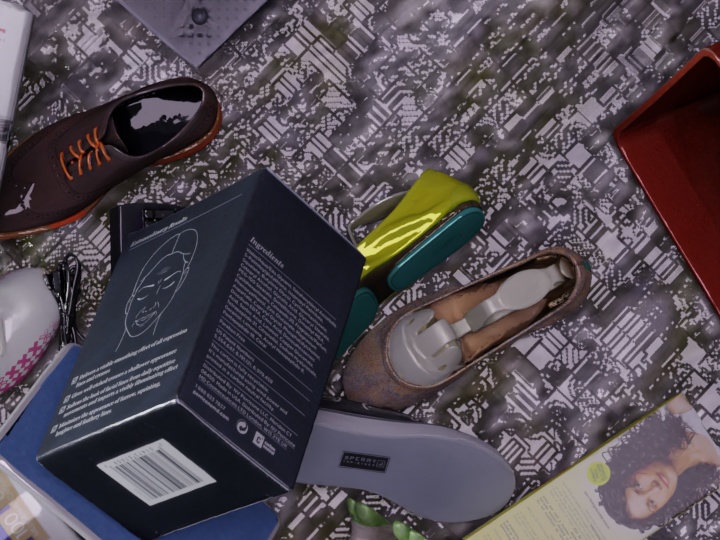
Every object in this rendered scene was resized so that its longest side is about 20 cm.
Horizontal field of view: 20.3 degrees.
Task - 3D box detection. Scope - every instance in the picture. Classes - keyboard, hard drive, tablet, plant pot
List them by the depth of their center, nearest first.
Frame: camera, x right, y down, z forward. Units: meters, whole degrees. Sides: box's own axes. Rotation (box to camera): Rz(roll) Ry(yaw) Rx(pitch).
[{"bbox_3d":[-0.151,0.149,1.372,0.200,0.014,0.130,42,39,-8],"label":"tablet"},{"bbox_3d":[0.324,-0.076,1.396,0.176,0.200,0.201,-28,84,-17],"label":"plant pot"},{"bbox_3d":[-0.162,0.052,1.432,0.126,0.021,0.201,-1,82,-18],"label":"keyboard"},{"bbox_3d":[-0.144,-0.256,1.474,0.135,0.042,0.200,-44,86,-6],"label":"hard drive"}]

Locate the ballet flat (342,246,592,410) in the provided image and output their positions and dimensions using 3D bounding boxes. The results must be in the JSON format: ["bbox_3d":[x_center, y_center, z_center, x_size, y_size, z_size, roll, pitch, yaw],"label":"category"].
[{"bbox_3d":[0.075,0.036,1.430,0.199,0.067,0.068,-31,84,-4],"label":"ballet flat"}]

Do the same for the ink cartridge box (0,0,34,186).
[{"bbox_3d":[-0.313,-0.095,1.376,0.144,0.084,0.201,12,91,-8],"label":"ink cartridge box"}]

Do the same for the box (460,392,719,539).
[{"bbox_3d":[0.163,0.171,1.424,0.199,0.050,0.075,-35,85,-4],"label":"box"}]

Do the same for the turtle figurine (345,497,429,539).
[{"bbox_3d":[-0.040,0.245,1.366,0.199,0.144,0.195,32,80,-1],"label":"turtle figurine"}]

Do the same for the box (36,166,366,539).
[{"bbox_3d":[-0.103,0.057,1.332,0.107,0.148,0.201,41,47,-27],"label":"box"}]

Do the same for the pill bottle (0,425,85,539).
[{"bbox_3d":[-0.292,0.210,1.376,0.200,0.120,0.120,-36,85,-5],"label":"pill bottle"}]

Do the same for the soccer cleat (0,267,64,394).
[{"bbox_3d":[-0.290,0.071,1.409,0.200,0.086,0.070,-40,85,-6],"label":"soccer cleat"}]

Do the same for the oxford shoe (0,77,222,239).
[{"bbox_3d":[-0.195,-0.087,1.437,0.199,0.073,0.071,-30,85,-4],"label":"oxford shoe"}]

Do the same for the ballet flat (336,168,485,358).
[{"bbox_3d":[0.000,0.000,1.442,0.200,0.067,0.067,-41,64,-8],"label":"ballet flat"}]

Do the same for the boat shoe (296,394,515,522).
[{"bbox_3d":[0.013,0.125,1.416,0.199,0.066,0.070,10,116,-19],"label":"boat shoe"}]
